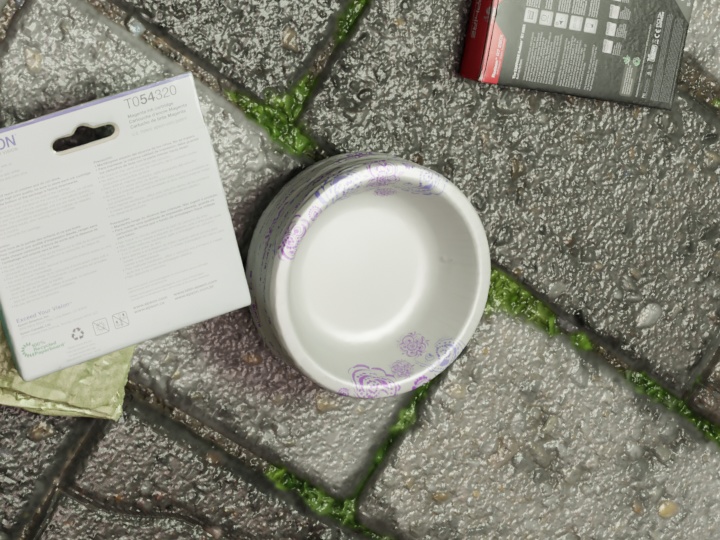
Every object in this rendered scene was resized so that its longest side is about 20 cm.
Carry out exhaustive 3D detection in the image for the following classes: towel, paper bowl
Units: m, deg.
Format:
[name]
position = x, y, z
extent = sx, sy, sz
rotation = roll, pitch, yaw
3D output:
[towel]
position = -0.239, 0.019, 1.687
extent = 0.148, 0.036, 0.200
rotation = 12, 97, -26
[paper bowl]
position = 0.000, 0.000, 1.755
extent = 0.200, 0.104, 0.201
rotation = -6, 104, -24

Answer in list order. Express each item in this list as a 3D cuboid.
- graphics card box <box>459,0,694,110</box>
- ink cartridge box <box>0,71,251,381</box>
[graphics card box]
position = 0.190, -0.214, 1.824
extent = 0.200, 0.051, 0.126
rotation = 5, 99, -25
[ink cartridge box]
position = -0.202, -0.037, 1.647
extent = 0.196, 0.043, 0.200
rotation = -18, 107, -17
